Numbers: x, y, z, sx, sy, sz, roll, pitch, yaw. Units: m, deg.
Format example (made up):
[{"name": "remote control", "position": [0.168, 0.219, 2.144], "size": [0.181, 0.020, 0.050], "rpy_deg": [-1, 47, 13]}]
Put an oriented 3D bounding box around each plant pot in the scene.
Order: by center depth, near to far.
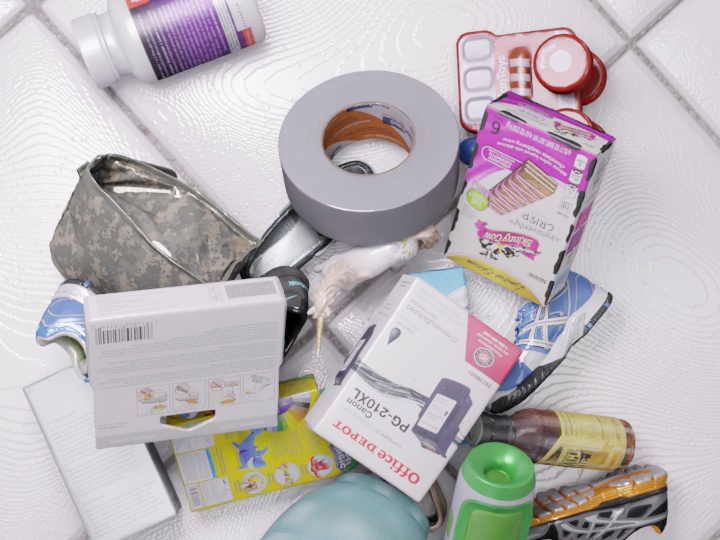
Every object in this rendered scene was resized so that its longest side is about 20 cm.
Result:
[{"name": "plant pot", "position": [-0.004, 0.309, 1.410], "size": [0.200, 0.200, 0.134], "rpy_deg": [35, 61, -2]}]

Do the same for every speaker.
[{"name": "speaker", "position": [0.137, 0.288, 1.414], "size": [0.088, 0.088, 0.200], "rpy_deg": [7, 123, -3]}]

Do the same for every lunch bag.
[{"name": "lunch bag", "position": [-0.235, -0.026, 1.397], "size": [0.200, 0.164, 0.118], "rpy_deg": [38, 48, -2]}]

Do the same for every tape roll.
[{"name": "tape roll", "position": [0.011, -0.127, 1.425], "size": [0.200, 0.066, 0.200], "rpy_deg": [-2, 55, 3]}]

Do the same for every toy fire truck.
[{"name": "toy fire truck", "position": [0.194, -0.181, 1.476], "size": [0.168, 0.112, 0.200], "rpy_deg": [-3, 88, 21]}]

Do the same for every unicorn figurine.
[{"name": "unicorn figurine", "position": [0.000, 0.000, 1.432], "size": [0.200, 0.137, 0.074], "rpy_deg": [-42, 92, -3]}]

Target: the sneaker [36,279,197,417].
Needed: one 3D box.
[{"name": "sneaker", "position": [-0.259, 0.099, 1.375], "size": [0.200, 0.076, 0.077], "rpy_deg": [38, 56, -6]}]

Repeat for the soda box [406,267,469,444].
[{"name": "soda box", "position": [0.096, 0.099, 1.472], "size": [0.068, 0.064, 0.200], "rpy_deg": [-7, 89, -3]}]

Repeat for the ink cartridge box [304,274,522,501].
[{"name": "ink cartridge box", "position": [0.055, 0.126, 1.388], "size": [0.145, 0.084, 0.200], "rpy_deg": [35, 87, -8]}]

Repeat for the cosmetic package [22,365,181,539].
[{"name": "cosmetic package", "position": [-0.289, 0.201, 1.442], "size": [0.101, 0.071, 0.200], "rpy_deg": [-24, 90, -4]}]

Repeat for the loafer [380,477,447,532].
[{"name": "loafer", "position": [0.039, 0.209, 1.465], "size": [0.072, 0.063, 0.200], "rpy_deg": [-32, 90, -4]}]

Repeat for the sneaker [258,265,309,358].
[{"name": "sneaker", "position": [-0.129, 0.083, 1.427], "size": [0.075, 0.079, 0.200], "rpy_deg": [30, 109, -33]}]

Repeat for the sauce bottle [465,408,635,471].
[{"name": "sauce bottle", "position": [0.213, 0.189, 1.447], "size": [0.200, 0.066, 0.066], "rpy_deg": [8, 88, -21]}]

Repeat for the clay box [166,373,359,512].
[{"name": "clay box", "position": [-0.109, 0.191, 1.448], "size": [0.200, 0.048, 0.115], "rpy_deg": [-14, 112, -5]}]

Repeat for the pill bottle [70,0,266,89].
[{"name": "pill bottle", "position": [-0.217, -0.277, 1.442], "size": [0.200, 0.111, 0.111], "rpy_deg": [-22, 90, -4]}]

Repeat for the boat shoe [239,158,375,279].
[{"name": "boat shoe", "position": [-0.056, -0.051, 1.469], "size": [0.076, 0.060, 0.200], "rpy_deg": [41, 87, -1]}]

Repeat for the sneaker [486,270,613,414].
[{"name": "sneaker", "position": [0.202, 0.082, 1.477], "size": [0.077, 0.076, 0.200], "rpy_deg": [41, 73, 7]}]

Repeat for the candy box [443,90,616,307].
[{"name": "candy box", "position": [0.182, -0.078, 1.411], "size": [0.136, 0.061, 0.200], "rpy_deg": [27, 126, 20]}]

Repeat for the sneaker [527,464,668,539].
[{"name": "sneaker", "position": [0.264, 0.286, 1.471], "size": [0.200, 0.078, 0.077], "rpy_deg": [-14, 99, -2]}]

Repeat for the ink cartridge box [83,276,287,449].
[{"name": "ink cartridge box", "position": [-0.181, 0.096, 1.327], "size": [0.200, 0.045, 0.176], "rpy_deg": [-6, 129, -15]}]
